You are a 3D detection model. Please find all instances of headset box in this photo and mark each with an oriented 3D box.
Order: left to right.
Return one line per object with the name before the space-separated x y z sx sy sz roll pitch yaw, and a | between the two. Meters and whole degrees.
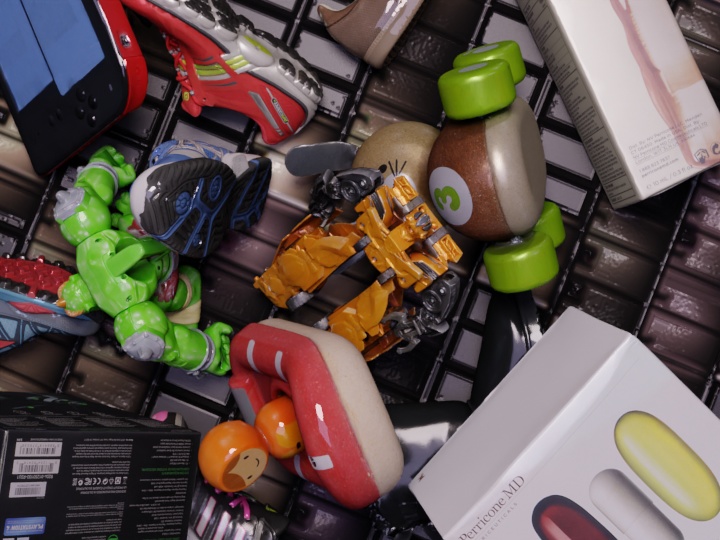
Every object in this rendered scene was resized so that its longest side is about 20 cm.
headset box | -0.249 0.144 0.959 0.199 0.173 0.094 8 89 41

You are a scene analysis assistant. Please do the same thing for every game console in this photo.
game console | -0.249 -0.192 1.017 0.176 0.031 0.202 -24 87 44

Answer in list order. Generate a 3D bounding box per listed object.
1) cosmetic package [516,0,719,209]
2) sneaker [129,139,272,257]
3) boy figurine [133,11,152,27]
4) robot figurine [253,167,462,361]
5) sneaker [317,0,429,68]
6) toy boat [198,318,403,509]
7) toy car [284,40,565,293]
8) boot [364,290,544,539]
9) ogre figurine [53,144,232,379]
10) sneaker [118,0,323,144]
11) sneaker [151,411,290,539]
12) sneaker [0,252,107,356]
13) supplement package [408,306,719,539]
cosmetic package | 0.205 -0.159 1.026 0.087 0.103 0.201 -25 90 -1
sneaker | -0.134 -0.058 0.988 0.076 0.200 0.076 17 99 12
boy figurine | -0.125 -0.292 1.052 0.200 0.064 0.124 -43 92 -1
robot figurine | 0.000 0.000 0.985 0.058 0.200 0.145 -36 89 -40
sneaker | 0.041 -0.264 1.046 0.075 0.070 0.201 33 89 2
toy boat | -0.060 0.118 0.962 0.130 0.200 0.131 -29 106 -23
toy car | 0.043 -0.067 1.012 0.198 0.158 0.166 -12 106 17
boot | 0.073 0.113 1.041 0.161 0.073 0.200 -8 89 4
ogre figurine | -0.175 -0.004 1.014 0.097 0.120 0.202 -11 92 20
sneaker | -0.123 -0.165 1.021 0.199 0.077 0.085 34 110 -21
sneaker | -0.103 0.197 1.040 0.087 0.074 0.201 -23 94 1
sneaker | -0.304 0.037 1.056 0.198 0.079 0.096 8 112 0
supplement package | 0.177 0.169 0.938 0.200 0.147 0.191 43 89 -9
